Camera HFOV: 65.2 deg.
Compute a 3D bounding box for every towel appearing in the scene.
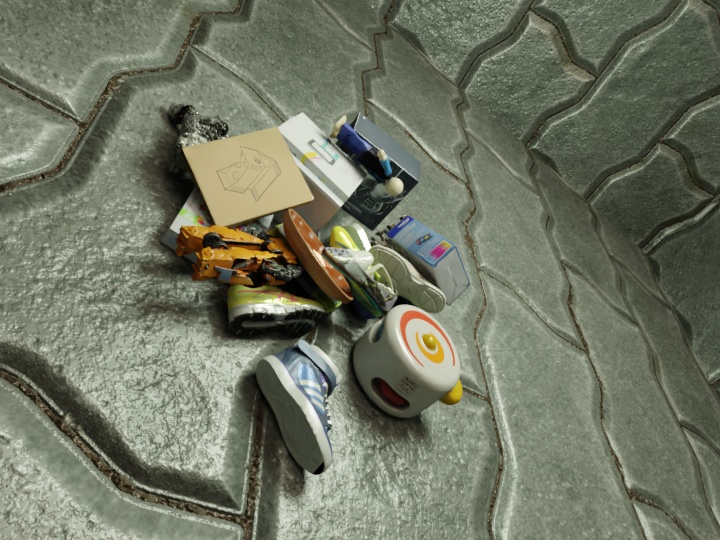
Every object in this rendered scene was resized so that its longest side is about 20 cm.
[{"bbox_3d":[-0.105,-0.009,1.087,0.201,0.023,0.144,51,15,2],"label":"towel"}]

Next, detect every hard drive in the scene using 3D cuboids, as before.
[{"bbox_3d":[-0.146,-0.158,1.139,0.200,0.132,0.027,43,32,-5],"label":"hard drive"}]

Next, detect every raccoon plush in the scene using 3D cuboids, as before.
[{"bbox_3d":[-0.345,-0.251,1.083,0.198,0.098,0.133,27,32,28],"label":"raccoon plush"}]

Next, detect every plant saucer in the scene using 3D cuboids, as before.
[{"bbox_3d":[-0.082,-0.022,1.027,0.201,0.032,0.200,55,5,-7],"label":"plant saucer"}]

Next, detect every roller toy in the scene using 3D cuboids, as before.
[{"bbox_3d":[0.091,0.167,1.052,0.181,0.140,0.202,8,48,-44],"label":"roller toy"}]

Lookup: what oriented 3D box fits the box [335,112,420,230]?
[{"bbox_3d":[0.014,-0.237,1.366,0.199,0.182,0.105,34,33,-17],"label":"box"}]

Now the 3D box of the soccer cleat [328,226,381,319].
[{"bbox_3d":[0.001,0.000,1.135,0.065,0.083,0.203,-29,99,-56],"label":"soccer cleat"}]

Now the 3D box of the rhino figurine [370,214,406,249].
[{"bbox_3d":[0.080,-0.066,1.369,0.088,0.059,0.200,58,35,-3],"label":"rhino figurine"}]

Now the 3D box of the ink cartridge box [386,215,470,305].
[{"bbox_3d":[0.141,-0.032,1.262,0.199,0.076,0.137,37,-17,45],"label":"ink cartridge box"}]

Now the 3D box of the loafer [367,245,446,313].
[{"bbox_3d":[0.092,0.016,1.179,0.199,0.072,0.063,37,14,-8],"label":"loafer"}]

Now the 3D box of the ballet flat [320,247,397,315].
[{"bbox_3d":[0.006,0.003,1.043,0.200,0.071,0.073,45,27,-36],"label":"ballet flat"}]

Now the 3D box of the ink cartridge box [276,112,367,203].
[{"bbox_3d":[-0.118,-0.203,1.209,0.200,0.147,0.146,42,32,-6],"label":"ink cartridge box"}]

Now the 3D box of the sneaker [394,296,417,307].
[{"bbox_3d":[0.114,0.066,1.255,0.078,0.075,0.202,14,46,-45],"label":"sneaker"}]

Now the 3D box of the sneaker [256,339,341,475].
[{"bbox_3d":[-0.063,0.204,0.887,0.145,0.081,0.201,-8,55,-47],"label":"sneaker"}]

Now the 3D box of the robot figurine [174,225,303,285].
[{"bbox_3d":[-0.191,-0.023,0.918,0.198,0.059,0.145,7,31,-44],"label":"robot figurine"}]

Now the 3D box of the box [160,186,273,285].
[{"bbox_3d":[-0.251,-0.078,1.018,0.155,0.041,0.201,34,35,-18],"label":"box"}]

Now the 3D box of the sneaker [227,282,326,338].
[{"bbox_3d":[-0.142,0.057,0.965,0.198,0.078,0.091,11,39,-45],"label":"sneaker"}]

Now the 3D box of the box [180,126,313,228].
[{"bbox_3d":[-0.204,-0.172,1.026,0.198,0.021,0.165,-22,80,-31],"label":"box"}]

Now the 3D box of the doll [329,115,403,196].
[{"bbox_3d":[0.019,-0.243,1.229,0.200,0.049,0.136,45,-12,-3],"label":"doll"}]

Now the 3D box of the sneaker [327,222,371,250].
[{"bbox_3d":[-0.003,-0.008,1.216,0.089,0.067,0.202,-16,70,-41],"label":"sneaker"}]
